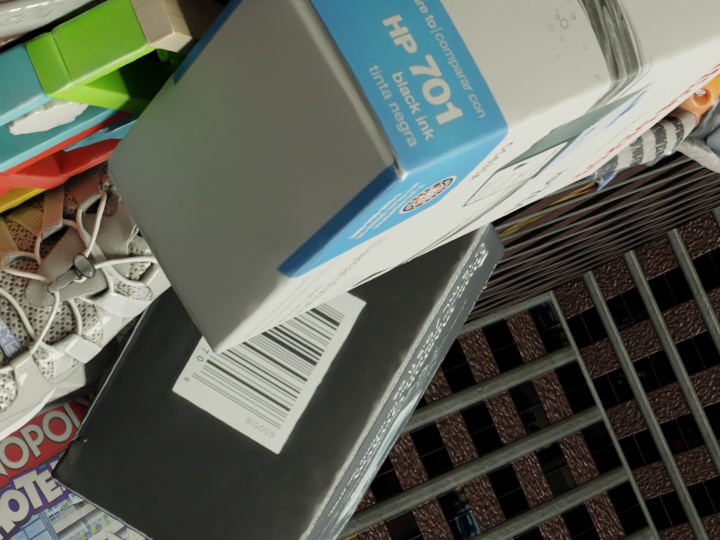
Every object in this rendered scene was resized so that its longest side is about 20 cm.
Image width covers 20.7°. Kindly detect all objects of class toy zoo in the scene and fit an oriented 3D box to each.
[{"bbox_3d":[-0.132,-0.042,0.689,0.199,0.021,0.131,-25,175,14],"label":"toy zoo"}]

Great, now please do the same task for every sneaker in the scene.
[{"bbox_3d":[-0.113,-0.006,0.759,0.200,0.075,0.082,-45,-174,-30],"label":"sneaker"}]

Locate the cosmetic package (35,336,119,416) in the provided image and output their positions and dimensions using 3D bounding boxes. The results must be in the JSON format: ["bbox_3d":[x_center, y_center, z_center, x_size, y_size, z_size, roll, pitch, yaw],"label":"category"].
[{"bbox_3d":[-0.217,0.050,0.885,0.199,0.091,0.107,-21,175,13],"label":"cosmetic package"}]

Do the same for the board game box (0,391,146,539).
[{"bbox_3d":[-0.193,0.104,1.008,0.200,0.200,0.062,-32,-177,-39],"label":"board game box"}]

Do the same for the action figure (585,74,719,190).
[{"bbox_3d":[0.180,-0.081,1.131,0.193,0.105,0.200,1,146,-32],"label":"action figure"}]

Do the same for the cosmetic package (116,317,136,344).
[{"bbox_3d":[-0.123,0.109,1.130,0.103,0.201,0.073,17,-165,11],"label":"cosmetic package"}]

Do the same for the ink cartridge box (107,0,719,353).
[{"bbox_3d":[0.033,-0.067,0.681,0.199,0.086,0.146,-24,169,-35],"label":"ink cartridge box"}]

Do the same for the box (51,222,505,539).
[{"bbox_3d":[-0.029,0.038,0.935,0.197,0.117,0.200,-60,174,1],"label":"box"}]
